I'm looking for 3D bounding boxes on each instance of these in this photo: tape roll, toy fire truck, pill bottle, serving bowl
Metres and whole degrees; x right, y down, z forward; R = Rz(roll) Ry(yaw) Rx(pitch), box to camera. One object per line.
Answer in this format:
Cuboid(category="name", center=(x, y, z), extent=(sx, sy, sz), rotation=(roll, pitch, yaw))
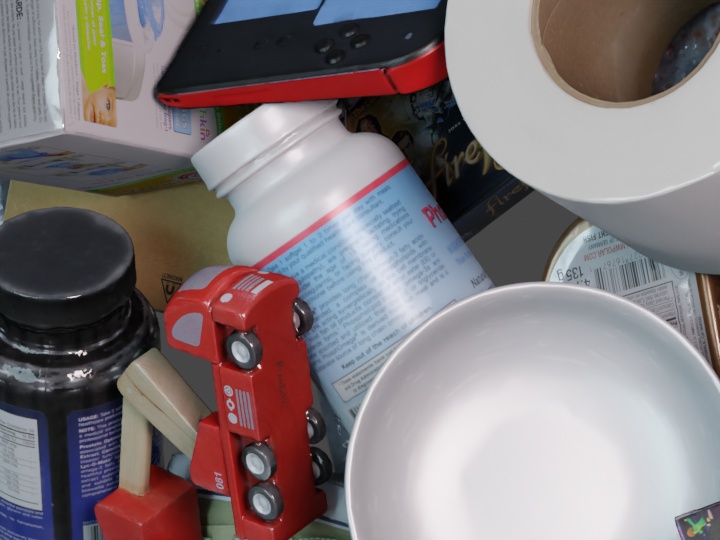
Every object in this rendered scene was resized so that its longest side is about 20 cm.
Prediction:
Cuboid(category="tape roll", center=(0.160, -0.111, 1.437), extent=(0.202, 0.139, 0.204), rotation=(-9, 72, 29))
Cuboid(category="toy fire truck", center=(-0.085, 0.082, 1.559), extent=(0.141, 0.049, 0.201), rotation=(15, 124, 37))
Cuboid(category="pill bottle", center=(0.000, 0.000, 1.547), extent=(0.109, 0.109, 0.200), rotation=(-33, 92, 30))
Cuboid(category="pill bottle", center=(-0.167, 0.069, 1.657), extent=(0.112, 0.112, 0.201), rotation=(33, 137, 34))
Cuboid(category="serving bowl", center=(0.092, 0.109, 1.460), extent=(0.199, 0.066, 0.201), rotation=(0, 80, 2))

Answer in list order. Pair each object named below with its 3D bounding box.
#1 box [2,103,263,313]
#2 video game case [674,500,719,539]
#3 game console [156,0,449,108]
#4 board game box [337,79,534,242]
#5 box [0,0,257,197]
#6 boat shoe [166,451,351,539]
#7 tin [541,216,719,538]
Cuboid(category="box", center=(-0.113, -0.060, 1.678), extent=(0.199, 0.021, 0.164), rotation=(14, 95, 32))
Cuboid(category="video game case", center=(0.265, 0.178, 1.370), extent=(0.181, 0.036, 0.201), rotation=(-22, 71, 3))
Cuboid(category="game console", center=(-0.001, -0.160, 1.543), extent=(0.176, 0.031, 0.200), rotation=(-1, 42, 28))
Cuboid(category="board game box", center=(0.016, -0.068, 1.628), extent=(0.200, 0.035, 0.136), rotation=(-38, 65, 29))
Cuboid(category="box", center=(-0.147, -0.108, 1.571), extent=(0.101, 0.200, 0.113), rotation=(-9, 81, 28))
Cuboid(category="boat shoe", center=(-0.034, 0.142, 1.631), extent=(0.199, 0.072, 0.062), rotation=(5, 87, 47))
Cuboid(category="tin", center=(0.151, 0.060, 1.516), extent=(0.112, 0.042, 0.201), rotation=(-20, 75, 39))
